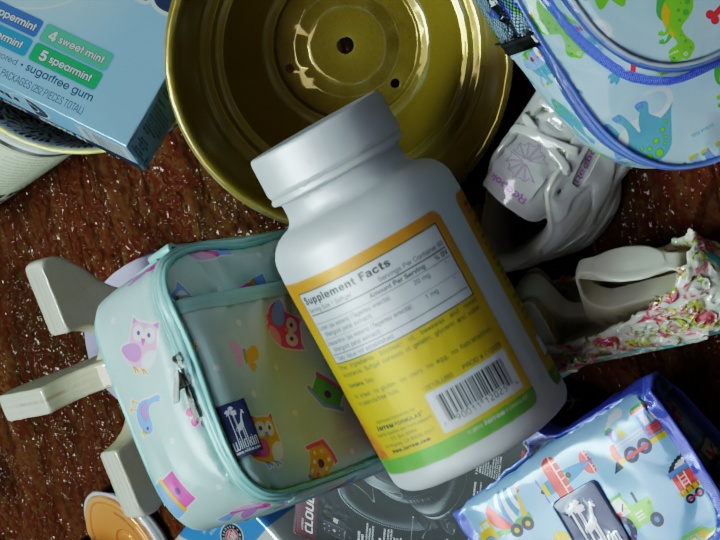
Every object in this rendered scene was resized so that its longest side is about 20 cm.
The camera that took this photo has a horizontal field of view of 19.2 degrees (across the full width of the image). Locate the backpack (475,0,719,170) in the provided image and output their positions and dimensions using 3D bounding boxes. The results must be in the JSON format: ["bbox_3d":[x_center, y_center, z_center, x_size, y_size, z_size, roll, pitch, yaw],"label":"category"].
[{"bbox_3d":[0.151,-0.153,1.053,0.201,0.182,0.147,59,177,-6],"label":"backpack"}]

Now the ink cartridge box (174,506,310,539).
[{"bbox_3d":[-0.034,0.237,1.460,0.200,0.084,0.146,47,131,12],"label":"ink cartridge box"}]

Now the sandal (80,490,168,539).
[{"bbox_3d":[-0.175,0.268,1.604,0.079,0.059,0.208,3,112,38],"label":"sandal"}]

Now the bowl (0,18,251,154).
[{"bbox_3d":[-0.153,-0.154,1.345,0.199,0.094,0.202,-3,74,9],"label":"bowl"}]

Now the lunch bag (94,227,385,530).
[{"bbox_3d":[-0.052,0.053,1.217,0.077,0.199,0.161,-26,81,38],"label":"lunch bag"}]

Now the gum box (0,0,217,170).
[{"bbox_3d":[-0.156,-0.186,1.282,0.169,0.201,0.045,26,169,16],"label":"gum box"}]

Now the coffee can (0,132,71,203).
[{"bbox_3d":[-0.276,-0.110,1.451,0.199,0.146,0.147,-27,92,43],"label":"coffee can"}]

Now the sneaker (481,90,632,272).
[{"bbox_3d":[0.123,-0.075,1.177,0.075,0.099,0.201,38,128,22],"label":"sneaker"}]

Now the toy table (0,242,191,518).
[{"bbox_3d":[-0.147,0.060,1.447,0.200,0.117,0.185,-29,91,44],"label":"toy table"}]

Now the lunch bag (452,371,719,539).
[{"bbox_3d":[0.162,0.160,1.225,0.150,0.094,0.200,-38,92,28],"label":"lunch bag"}]

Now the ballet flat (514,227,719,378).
[{"bbox_3d":[0.130,0.019,1.224,0.199,0.076,0.064,-20,131,31],"label":"ballet flat"}]

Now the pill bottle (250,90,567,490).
[{"bbox_3d":[0.022,0.009,1.172,0.111,0.111,0.201,-24,97,43],"label":"pill bottle"}]

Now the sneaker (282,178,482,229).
[{"bbox_3d":[0.000,0.000,1.330,0.200,0.070,0.090,-28,89,41],"label":"sneaker"}]

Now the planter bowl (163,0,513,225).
[{"bbox_3d":[-0.011,-0.128,1.247,0.199,0.083,0.202,1,101,3],"label":"planter bowl"}]

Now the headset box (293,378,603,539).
[{"bbox_3d":[0.044,0.120,1.348,0.199,0.077,0.150,22,122,31],"label":"headset box"}]
